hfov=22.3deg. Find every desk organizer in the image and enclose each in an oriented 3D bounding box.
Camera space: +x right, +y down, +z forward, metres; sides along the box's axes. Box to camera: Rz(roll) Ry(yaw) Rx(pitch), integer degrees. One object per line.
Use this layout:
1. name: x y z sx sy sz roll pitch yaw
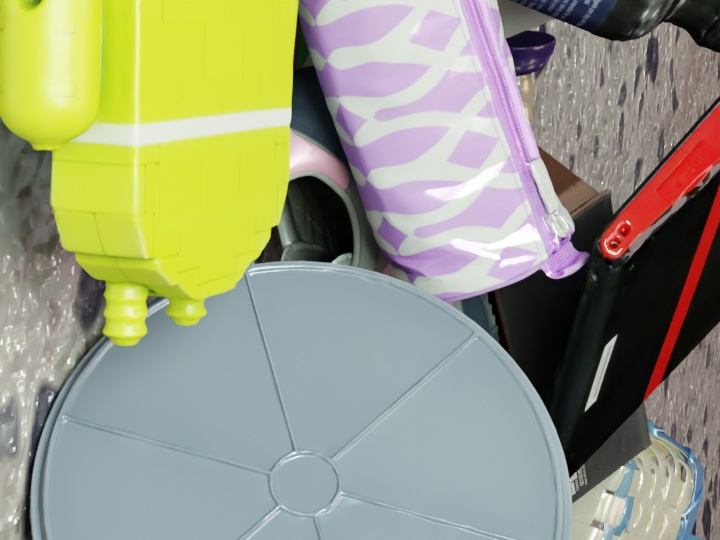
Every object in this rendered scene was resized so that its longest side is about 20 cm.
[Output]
1. desk organizer: 0.088 0.028 0.930 0.072 0.077 0.200 -34 138 -15

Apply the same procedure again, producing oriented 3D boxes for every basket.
1. basket: 0.132 0.148 1.159 0.200 0.176 0.140 14 97 -57

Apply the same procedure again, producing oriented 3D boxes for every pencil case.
1. pencil case: 0.026 -0.082 0.726 0.084 0.085 0.201 -38 116 -35

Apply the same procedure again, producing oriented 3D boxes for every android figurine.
1. android figurine: -0.062 -0.076 0.609 0.182 0.041 0.201 -24 119 -67

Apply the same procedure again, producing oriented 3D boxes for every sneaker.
1. sneaker: 0.000 0.000 0.821 0.082 0.070 0.200 -50 129 -32

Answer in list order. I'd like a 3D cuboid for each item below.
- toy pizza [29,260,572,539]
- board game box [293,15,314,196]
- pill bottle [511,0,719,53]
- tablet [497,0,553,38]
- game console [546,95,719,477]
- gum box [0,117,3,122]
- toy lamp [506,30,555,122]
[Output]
1. toy pizza: -0.021 0.085 0.679 0.032 0.199 0.201 99 9 -57
2. board game box: 0.002 -0.106 0.922 0.200 0.029 0.135 -6 100 -69
3. pill bottle: 0.091 -0.167 0.792 0.112 0.199 0.112 -159 -90 -86
4. tablet: 0.102 -0.195 0.897 0.014 0.200 0.130 -38 104 -36
5. game console: 0.142 -0.004 0.835 0.177 0.031 0.200 -41 156 -28
6. gum box: -0.082 -0.132 0.659 0.200 0.044 0.171 4 91 -71
7. toy lamp: 0.101 -0.050 1.172 0.058 0.058 0.201 -44 137 -61
